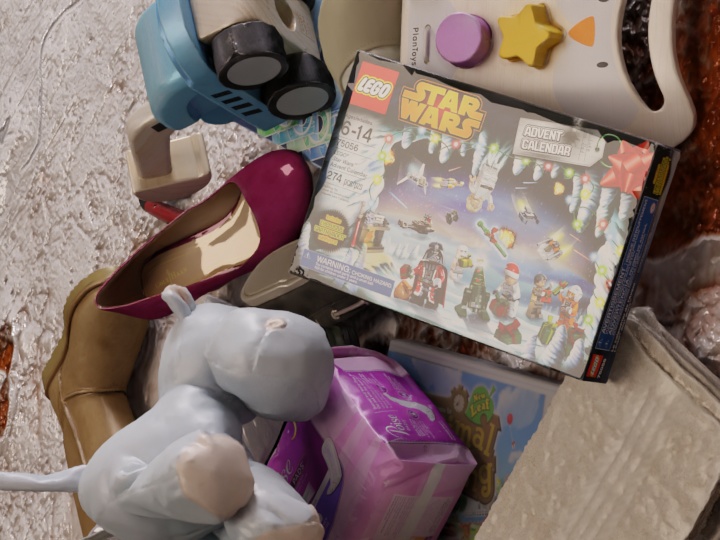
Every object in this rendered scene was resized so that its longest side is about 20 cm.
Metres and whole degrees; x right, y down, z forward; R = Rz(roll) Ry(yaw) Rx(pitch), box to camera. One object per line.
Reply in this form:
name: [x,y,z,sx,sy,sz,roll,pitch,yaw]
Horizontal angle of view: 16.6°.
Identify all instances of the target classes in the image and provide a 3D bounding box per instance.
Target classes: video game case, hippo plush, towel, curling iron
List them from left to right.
curling iron: [-0.114,-0.039,1.814,0.200,0.025,0.050,36,116,52]
hippo plush: [-0.082,0.107,1.507,0.199,0.159,0.161,-5,49,41]
video game case: [0.066,0.147,1.523,0.200,0.022,0.183,14,96,56]
towel: [0.141,0.129,1.387,0.133,0.034,0.201,48,120,39]

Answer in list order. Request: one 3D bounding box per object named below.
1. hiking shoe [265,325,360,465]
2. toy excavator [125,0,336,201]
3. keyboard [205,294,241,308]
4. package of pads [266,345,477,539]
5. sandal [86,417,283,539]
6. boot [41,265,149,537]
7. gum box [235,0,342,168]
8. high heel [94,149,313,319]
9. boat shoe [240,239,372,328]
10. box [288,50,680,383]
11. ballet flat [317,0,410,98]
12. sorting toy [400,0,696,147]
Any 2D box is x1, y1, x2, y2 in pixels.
hiking shoe: [-0.081,0.092,1.660,0.200,0.100,0.076,-50,37,41]
toy excavator: [-0.111,-0.125,1.665,0.199,0.194,0.100,-23,65,22]
keyboard: [-0.062,0.065,1.737,0.200,0.011,0.057,21,103,55]
package of pads: [-0.014,0.160,1.553,0.121,0.075,0.201,51,126,44]
sandal: [-0.107,0.151,1.609,0.079,0.059,0.207,39,102,11]
boot: [-0.179,0.123,1.859,0.175,0.066,0.201,116,144,-47]
gum box: [-0.021,-0.180,1.683,0.170,0.044,0.201,30,111,53]
high heel: [-0.107,-0.019,1.703,0.068,0.096,0.200,61,142,16]
boat shoe: [0.000,0.000,1.627,0.200,0.057,0.067,-19,37,50]
box: [0.067,-0.032,1.393,0.199,0.040,0.138,19,94,28]
ballet flat: [0.017,-0.110,1.531,0.200,0.069,0.070,73,-179,-62]
sorting toy: [0.119,-0.133,1.445,0.179,0.107,0.201,-3,82,36]
